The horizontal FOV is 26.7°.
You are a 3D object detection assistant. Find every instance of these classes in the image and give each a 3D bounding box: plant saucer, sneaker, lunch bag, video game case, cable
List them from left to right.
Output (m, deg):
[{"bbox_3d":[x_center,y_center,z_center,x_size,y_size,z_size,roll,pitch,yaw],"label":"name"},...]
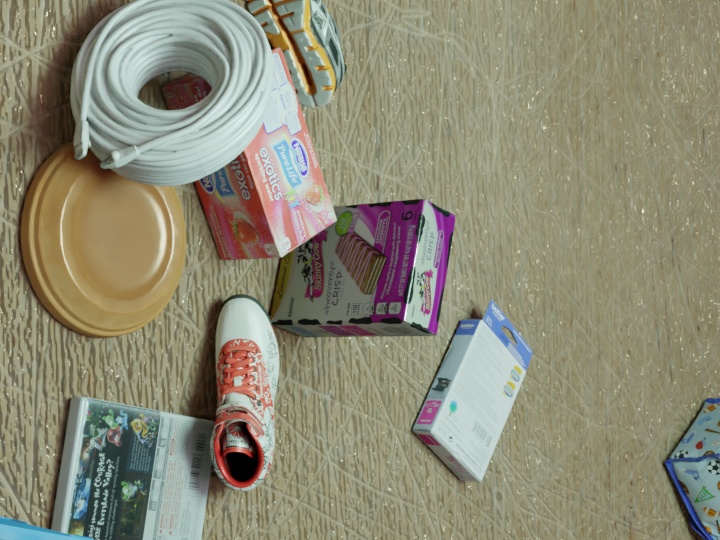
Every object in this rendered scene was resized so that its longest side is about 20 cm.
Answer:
[{"bbox_3d":[-0.244,-0.034,1.503,0.199,0.037,0.202,2,88,-47],"label":"plant saucer"},{"bbox_3d":[-0.228,0.238,1.519,0.181,0.023,0.202,17,76,-46],"label":"video game case"},{"bbox_3d":[-0.181,-0.177,1.468,0.069,0.198,0.201,84,-4,-59],"label":"cable"},{"bbox_3d":[-0.120,0.128,1.574,0.108,0.067,0.203,-57,146,-87],"label":"sneaker"},{"bbox_3d":[-0.069,-0.285,1.687,0.077,0.078,0.201,-46,125,-54],"label":"sneaker"},{"bbox_3d":[0.569,0.317,2.313,0.170,0.123,0.201,-45,112,-39],"label":"lunch bag"}]

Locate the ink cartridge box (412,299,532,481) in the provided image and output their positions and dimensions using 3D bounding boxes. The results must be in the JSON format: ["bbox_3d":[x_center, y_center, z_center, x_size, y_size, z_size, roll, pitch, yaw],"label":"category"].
[{"bbox_3d":[0.145,0.150,1.917,0.119,0.042,0.201,47,58,-35],"label":"ink cartridge box"}]

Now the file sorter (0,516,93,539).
[{"bbox_3d":[-0.355,0.267,1.298,0.199,0.138,0.124,21,77,-45],"label":"file sorter"}]

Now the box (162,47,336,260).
[{"bbox_3d":[-0.115,-0.122,1.604,0.102,0.094,0.201,-35,114,-42],"label":"box"}]

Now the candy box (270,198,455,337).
[{"bbox_3d":[0.000,0.000,1.647,0.061,0.199,0.137,24,69,-44],"label":"candy box"}]
